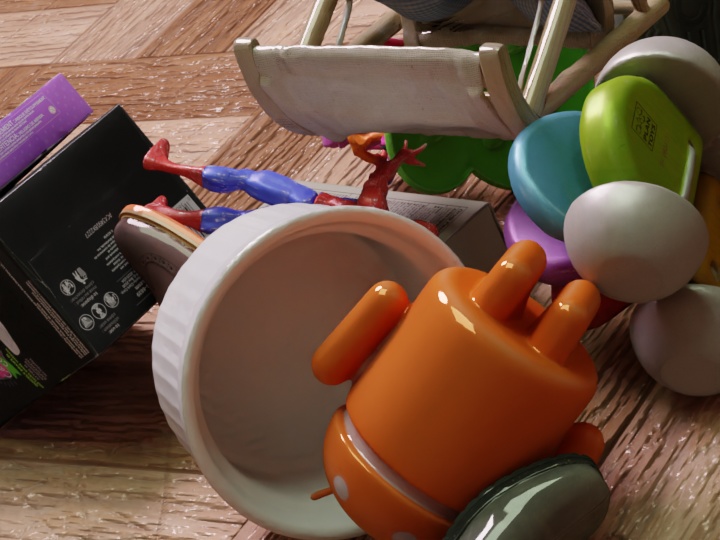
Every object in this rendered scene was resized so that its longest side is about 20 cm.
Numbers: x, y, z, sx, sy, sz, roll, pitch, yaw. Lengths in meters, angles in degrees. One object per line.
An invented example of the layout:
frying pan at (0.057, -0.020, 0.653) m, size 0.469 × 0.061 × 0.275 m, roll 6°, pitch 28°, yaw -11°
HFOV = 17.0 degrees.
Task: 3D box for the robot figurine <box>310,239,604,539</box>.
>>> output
robot figurine at (0.057, 0.080, 1.364) m, size 0.200 × 0.143 × 0.117 m, roll -54°, pitch 35°, yaw 18°

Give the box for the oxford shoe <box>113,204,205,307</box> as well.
oxford shoe at (-0.102, 0.040, 1.558) m, size 0.072 × 0.071 × 0.200 m, roll -38°, pitch 75°, yaw -20°

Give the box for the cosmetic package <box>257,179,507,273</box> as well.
cosmetic package at (0.000, 0.000, 1.647) m, size 0.200 × 0.073 × 0.103 m, roll 11°, pitch 44°, yaw 47°

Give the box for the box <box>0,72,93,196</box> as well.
box at (-0.285, -0.046, 1.681) m, size 0.200 × 0.039 × 0.137 m, roll -37°, pitch 7°, yaw 41°

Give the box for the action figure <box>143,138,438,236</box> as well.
action figure at (-0.034, -0.050, 1.594) m, size 0.199 × 0.066 × 0.099 m, roll 14°, pitch 28°, yaw 19°

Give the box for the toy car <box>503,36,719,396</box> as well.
toy car at (0.162, -0.028, 1.445) m, size 0.149 × 0.200 × 0.176 m, roll -12°, pitch 45°, yaw 31°

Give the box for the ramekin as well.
ramekin at (-0.029, 0.054, 1.454) m, size 0.200 × 0.201 × 0.098 m, roll -32°, pitch 21°, yaw -15°

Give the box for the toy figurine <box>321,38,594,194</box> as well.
toy figurine at (0.041, -0.116, 1.767) m, size 0.200 × 0.151 × 0.184 m, roll -34°, pitch 17°, yaw -33°

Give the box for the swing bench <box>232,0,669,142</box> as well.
swing bench at (0.061, -0.156, 1.551) m, size 0.198 × 0.130 × 0.200 m, roll 6°, pitch 50°, yaw 34°

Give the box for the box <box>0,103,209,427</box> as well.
box at (-0.215, 0.002, 1.680) m, size 0.149 × 0.124 × 0.200 m, roll -44°, pitch 7°, yaw -36°

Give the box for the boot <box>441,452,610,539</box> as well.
boot at (0.077, 0.192, 1.281) m, size 0.200 × 0.068 × 0.131 m, roll -35°, pitch 37°, yaw -10°

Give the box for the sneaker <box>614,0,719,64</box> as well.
sneaker at (0.231, -0.178, 1.728) m, size 0.199 × 0.077 × 0.114 m, roll -8°, pitch 5°, yaw -39°
